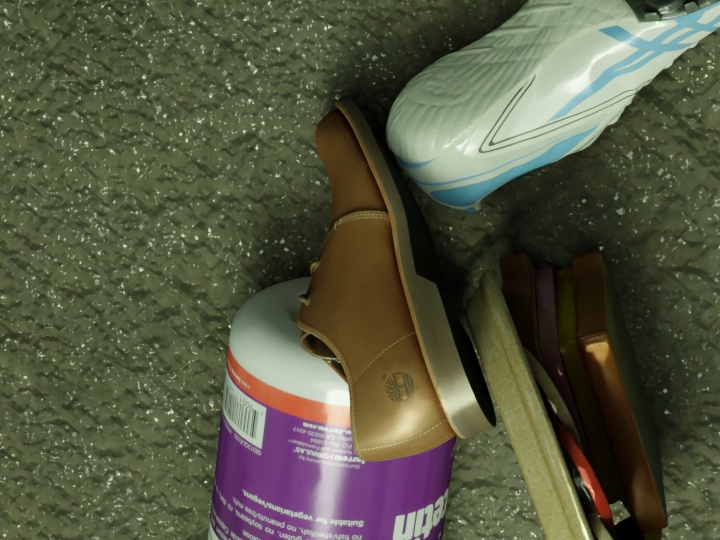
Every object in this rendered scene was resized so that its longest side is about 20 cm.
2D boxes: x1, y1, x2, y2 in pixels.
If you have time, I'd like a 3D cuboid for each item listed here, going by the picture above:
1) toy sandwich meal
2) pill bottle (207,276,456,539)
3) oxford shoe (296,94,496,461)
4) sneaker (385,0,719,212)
[{"bbox_3d":[0.105,0.078,1.277,0.070,0.205,0.206,-20,106,2],"label":"toy sandwich meal"},{"bbox_3d":[-0.015,0.111,1.362,0.112,0.112,0.201,11,114,9],"label":"pill bottle"},{"bbox_3d":[0.000,0.000,1.275,0.071,0.200,0.071,-24,136,9],"label":"oxford shoe"},{"bbox_3d":[0.104,-0.097,1.285,0.200,0.072,0.072,-32,139,15],"label":"sneaker"}]
